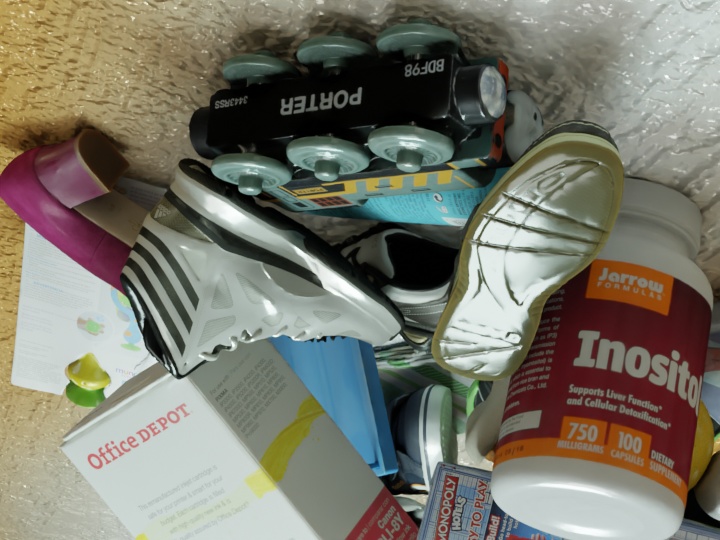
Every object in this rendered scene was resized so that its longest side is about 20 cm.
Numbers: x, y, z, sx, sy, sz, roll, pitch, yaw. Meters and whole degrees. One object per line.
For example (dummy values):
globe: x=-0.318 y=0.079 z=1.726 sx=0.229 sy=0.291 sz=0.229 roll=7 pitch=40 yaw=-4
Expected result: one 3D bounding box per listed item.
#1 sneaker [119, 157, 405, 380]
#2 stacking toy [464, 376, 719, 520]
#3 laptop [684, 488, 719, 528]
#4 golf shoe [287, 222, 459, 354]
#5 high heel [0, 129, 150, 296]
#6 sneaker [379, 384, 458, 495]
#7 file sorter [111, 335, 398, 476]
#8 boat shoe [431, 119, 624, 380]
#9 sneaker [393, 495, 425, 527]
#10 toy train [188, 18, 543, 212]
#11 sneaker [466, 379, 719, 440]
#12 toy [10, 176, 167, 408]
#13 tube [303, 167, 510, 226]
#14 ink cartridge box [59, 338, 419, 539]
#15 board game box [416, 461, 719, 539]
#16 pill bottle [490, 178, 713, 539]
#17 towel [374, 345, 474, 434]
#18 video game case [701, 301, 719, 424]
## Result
sneaker: x=-0.068 y=0.023 z=1.026 sx=0.200 sy=0.115 sz=0.076 roll=33 pitch=-174 yaw=-39
stacking toy: x=0.182 y=0.110 z=1.112 sx=0.200 sy=0.146 sz=0.146 roll=33 pitch=157 yaw=5
laptop: x=0.164 y=0.209 z=1.293 sx=0.103 sy=0.177 sz=0.200 roll=53 pitch=170 yaw=4
golf shoe: x=0.000 y=0.000 z=1.137 sx=0.199 sy=0.078 sz=0.095 roll=6 pitch=138 yaw=13
high heel: x=-0.161 y=-0.005 z=1.142 sx=0.096 sy=0.067 sz=0.200 roll=-19 pitch=110 yaw=39
sneaker: x=0.038 y=0.144 z=1.360 sx=0.079 sy=0.079 sz=0.200 roll=4 pitch=159 yaw=6
file sorter: x=-0.087 y=0.107 z=1.267 sx=0.122 sy=0.139 sz=0.200 roll=-7 pitch=170 yaw=-35
boat shoe: x=0.088 y=-0.019 z=0.924 sx=0.072 sy=0.066 sz=0.201 roll=14 pitch=138 yaw=-7
sneaker: x=0.034 y=0.221 z=1.369 sx=0.093 sy=0.071 sz=0.200 roll=-1 pitch=169 yaw=27
toy train: x=0.003 y=-0.080 z=0.935 sx=0.200 sy=0.085 sz=0.114 roll=-6 pitch=162 yaw=33
sneaker: x=0.178 y=0.095 z=1.219 sx=0.199 sy=0.077 sz=0.084 roll=-1 pitch=138 yaw=-2
toy: x=-0.186 y=0.009 z=1.211 sx=0.115 sy=0.047 sz=0.200 roll=14 pitch=120 yaw=1
tube: x=0.018 y=-0.051 z=1.029 sx=0.200 sy=0.051 sz=0.077 roll=2 pitch=151 yaw=35
ink cartridge box: x=-0.078 y=0.144 z=1.100 sx=0.145 sy=0.083 sz=0.200 roll=-31 pitch=101 yaw=41
board game box: x=0.126 y=0.171 z=1.088 sx=0.199 sy=0.062 sz=0.200 roll=15 pitch=176 yaw=-9
pill bottle: x=0.147 y=0.052 z=0.993 sx=0.113 sy=0.200 sz=0.113 roll=11 pitch=156 yaw=5
towel: x=0.091 y=0.094 z=1.342 sx=0.152 sy=0.023 sz=0.200 roll=28 pitch=152 yaw=-33
video game case: x=0.315 y=0.072 z=1.126 sx=0.200 sy=0.023 sz=0.182 roll=-16 pitch=134 yaw=44
